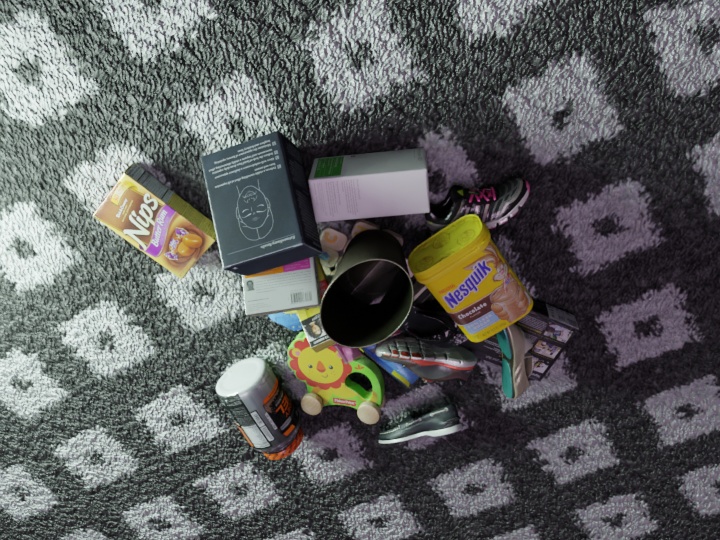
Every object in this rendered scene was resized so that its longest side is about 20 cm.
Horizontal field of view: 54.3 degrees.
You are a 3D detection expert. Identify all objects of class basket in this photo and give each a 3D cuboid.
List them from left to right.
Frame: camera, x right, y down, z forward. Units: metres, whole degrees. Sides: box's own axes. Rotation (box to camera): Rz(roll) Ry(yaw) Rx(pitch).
[{"bbox_3d":[0.019,0.014,1.231,0.136,0.200,0.180,37,113,-11],"label":"basket"}]

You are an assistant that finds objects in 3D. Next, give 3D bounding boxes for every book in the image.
[{"bbox_3d":[-0.146,-0.026,1.256,0.133,0.048,0.201,-8,77,8],"label":"book"}]

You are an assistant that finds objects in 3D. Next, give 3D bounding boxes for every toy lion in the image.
[{"bbox_3d":[-0.050,0.208,1.435,0.199,0.069,0.193,7,119,14],"label":"toy lion"}]

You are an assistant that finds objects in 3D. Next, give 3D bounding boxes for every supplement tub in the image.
[{"bbox_3d":[-0.205,0.292,1.472,0.122,0.123,0.201,-20,118,14],"label":"supplement tub"}]

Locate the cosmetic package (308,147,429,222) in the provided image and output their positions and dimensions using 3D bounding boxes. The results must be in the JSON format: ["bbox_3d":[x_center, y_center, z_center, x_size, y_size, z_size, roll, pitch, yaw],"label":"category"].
[{"bbox_3d":[0.018,-0.148,1.214,0.199,0.108,0.085,-6,119,5],"label":"cosmetic package"}]

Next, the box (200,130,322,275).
[{"bbox_3d":[-0.166,-0.110,1.191,0.148,0.107,0.201,-15,79,12],"label":"box"}]

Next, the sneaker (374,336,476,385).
[{"bbox_3d":[0.122,0.187,1.367,0.199,0.077,0.082,10,116,3],"label":"sneaker"}]

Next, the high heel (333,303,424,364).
[{"bbox_3d":[0.027,0.091,1.356,0.200,0.067,0.096,-32,97,-16],"label":"high heel"}]

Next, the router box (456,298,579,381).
[{"bbox_3d":[0.303,0.121,1.384,0.199,0.051,0.150,22,121,-9],"label":"router box"}]

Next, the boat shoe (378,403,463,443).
[{"bbox_3d":[0.124,0.331,1.514,0.199,0.076,0.061,-18,80,23],"label":"boat shoe"}]

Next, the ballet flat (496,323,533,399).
[{"bbox_3d":[0.299,0.159,1.347,0.069,0.070,0.201,-7,124,7],"label":"ballet flat"}]

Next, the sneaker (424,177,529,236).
[{"bbox_3d":[0.198,-0.118,1.239,0.199,0.074,0.088,-26,122,22],"label":"sneaker"}]

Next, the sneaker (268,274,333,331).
[{"bbox_3d":[-0.096,0.066,1.362,0.199,0.076,0.105,3,137,9],"label":"sneaker"}]

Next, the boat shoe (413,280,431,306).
[{"bbox_3d":[0.165,0.006,1.314,0.068,0.072,0.200,40,113,-14],"label":"boat shoe"}]

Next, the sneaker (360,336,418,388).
[{"bbox_3d":[0.044,0.151,1.421,0.200,0.066,0.079,40,80,-8],"label":"sneaker"}]

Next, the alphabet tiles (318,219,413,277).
[{"bbox_3d":[0.000,0.000,1.354,0.195,0.015,0.201,23,119,-9],"label":"alphabet tiles"}]

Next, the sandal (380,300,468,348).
[{"bbox_3d":[0.123,0.105,1.317,0.200,0.048,0.076,16,107,-18],"label":"sandal"}]

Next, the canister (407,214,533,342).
[{"bbox_3d":[0.199,0.019,1.241,0.148,0.087,0.200,-33,120,14],"label":"canister"}]

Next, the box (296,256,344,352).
[{"bbox_3d":[-0.088,0.042,1.279,0.075,0.201,0.050,-23,160,2],"label":"box"}]

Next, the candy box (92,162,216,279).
[{"bbox_3d":[-0.375,-0.089,1.300,0.200,0.057,0.117,38,116,-16],"label":"candy box"}]
